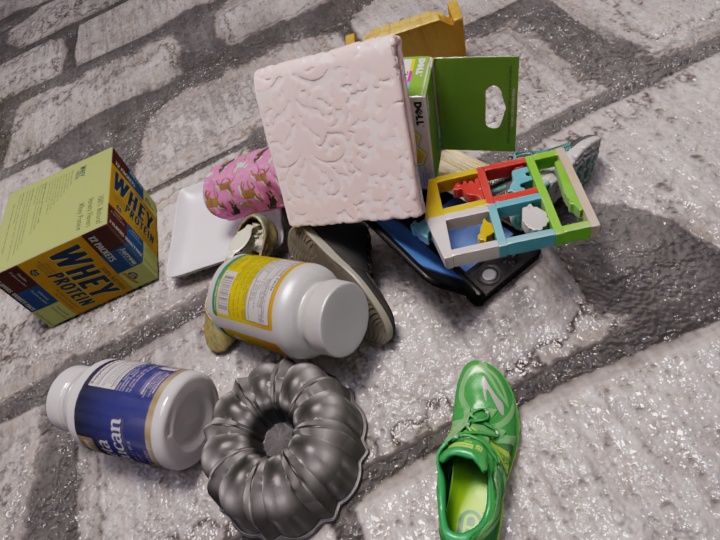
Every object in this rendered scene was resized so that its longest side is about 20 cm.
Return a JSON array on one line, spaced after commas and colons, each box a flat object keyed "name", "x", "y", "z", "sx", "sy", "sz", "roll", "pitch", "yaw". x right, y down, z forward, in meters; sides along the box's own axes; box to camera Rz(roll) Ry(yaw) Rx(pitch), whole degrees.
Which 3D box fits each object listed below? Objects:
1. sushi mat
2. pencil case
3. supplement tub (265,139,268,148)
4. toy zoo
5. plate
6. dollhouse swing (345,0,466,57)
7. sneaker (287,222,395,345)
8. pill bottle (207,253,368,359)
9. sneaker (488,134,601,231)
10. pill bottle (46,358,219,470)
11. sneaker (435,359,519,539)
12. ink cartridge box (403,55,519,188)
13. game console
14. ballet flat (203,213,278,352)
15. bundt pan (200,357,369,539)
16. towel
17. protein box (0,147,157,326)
[{"name": "sushi mat", "x": 0.164, "y": -0.124, "z": 0.747, "sx": 0.198, "sy": 0.012, "sz": 0.095, "roll": 33, "pitch": 56, "yaw": 27}, {"name": "pencil case", "x": -0.146, "y": -0.126, "z": 0.775, "sx": 0.196, "sy": 0.083, "sz": 0.088, "roll": -3, "pitch": 53, "yaw": 39}, {"name": "supplement tub", "x": -0.088, "y": -0.232, "z": 0.874, "sx": 0.128, "sy": 0.133, "sz": 0.204, "roll": -11, "pitch": 52, "yaw": 11}, {"name": "toy zoo", "x": 0.153, "y": -0.071, "z": 0.611, "sx": 0.195, "sy": 0.021, "sz": 0.133, "roll": -11, "pitch": 49, "yaw": 9}, {"name": "plate", "x": -0.214, "y": -0.083, "z": 0.872, "sx": 0.195, "sy": 0.033, "sz": 0.203, "roll": -15, "pitch": 51, "yaw": 8}, {"name": "dollhouse swing", "x": 0.076, "y": -0.436, "z": 0.955, "sx": 0.195, "sy": 0.182, "sz": 0.180, "roll": -12, "pitch": 71, "yaw": 11}, {"name": "sneaker", "x": 0.000, "y": 0.000, "z": 0.707, "sx": 0.105, "sy": 0.075, "sz": 0.201, "roll": -21, "pitch": 62, "yaw": -41}, {"name": "pill bottle", "x": -0.089, "y": 0.044, "z": 0.653, "sx": 0.197, "sy": 0.113, "sz": 0.114, "roll": 8, "pitch": 55, "yaw": 41}, {"name": "sneaker", "x": 0.238, "y": -0.135, "z": 0.700, "sx": 0.198, "sy": 0.079, "sz": 0.091, "roll": -31, "pitch": 51, "yaw": -27}, {"name": "pill bottle", "x": -0.283, "y": 0.170, "z": 0.653, "sx": 0.195, "sy": 0.112, "sz": 0.113, "roll": 3, "pitch": 55, "yaw": 22}, {"name": "sneaker", "x": 0.116, "y": 0.178, "z": 0.521, "sx": 0.072, "sy": 0.084, "sz": 0.204, "roll": 0, "pitch": 54, "yaw": 20}, {"name": "ink cartridge box", "x": 0.090, "y": -0.178, "z": 0.655, "sx": 0.195, "sy": 0.149, "sz": 0.077, "roll": 5, "pitch": 55, "yaw": 18}, {"name": "game console", "x": 0.105, "y": -0.061, "z": 0.685, "sx": 0.174, "sy": 0.117, "sz": 0.200, "roll": -36, "pitch": 51, "yaw": -9}, {"name": "ballet flat", "x": -0.176, "y": 0.011, "z": 0.743, "sx": 0.069, "sy": 0.071, "sz": 0.204, "roll": 12, "pitch": 70, "yaw": 27}, {"name": "bundt pan", "x": -0.093, "y": 0.187, "z": 0.596, "sx": 0.197, "sy": 0.076, "sz": 0.206, "roll": -10, "pitch": 51, "yaw": 12}, {"name": "towel", "x": -0.025, "y": -0.150, "z": 0.614, "sx": 0.196, "sy": 0.196, "sz": 0.032, "roll": 0, "pitch": 23, "yaw": 33}, {"name": "protein box", "x": -0.457, "y": -0.057, "z": 0.873, "sx": 0.196, "sy": 0.136, "sz": 0.201, "roll": -23, "pitch": 49, "yaw": 2}]
